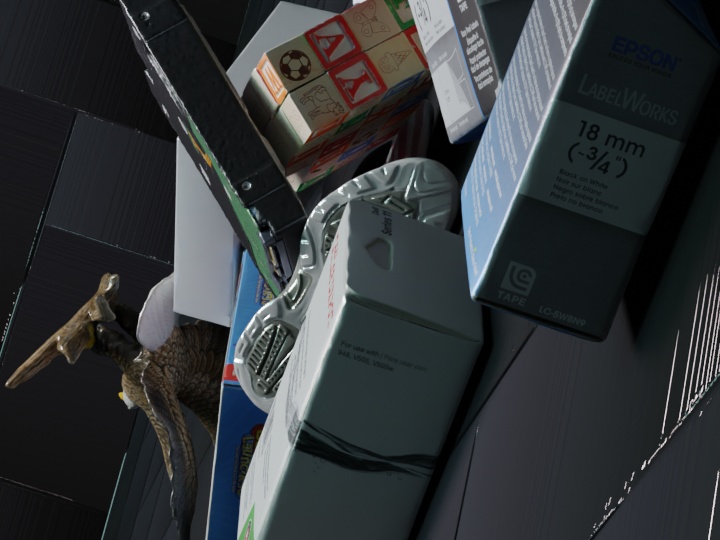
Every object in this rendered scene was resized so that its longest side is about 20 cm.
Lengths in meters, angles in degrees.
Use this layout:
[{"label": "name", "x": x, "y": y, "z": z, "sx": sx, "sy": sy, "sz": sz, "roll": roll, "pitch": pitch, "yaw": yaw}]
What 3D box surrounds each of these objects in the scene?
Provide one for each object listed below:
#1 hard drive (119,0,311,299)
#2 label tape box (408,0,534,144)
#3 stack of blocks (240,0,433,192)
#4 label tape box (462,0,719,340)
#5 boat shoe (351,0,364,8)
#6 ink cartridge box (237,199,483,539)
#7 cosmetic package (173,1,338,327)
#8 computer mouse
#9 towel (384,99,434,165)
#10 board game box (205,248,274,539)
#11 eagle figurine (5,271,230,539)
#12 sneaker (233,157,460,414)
[{"label": "hard drive", "x": -0.086, "y": -0.078, "z": 1.867, "sx": 0.200, "sy": 0.038, "sz": 0.140, "roll": 59, "pitch": 173, "yaw": 23}, {"label": "label tape box", "x": 0.059, "y": -0.176, "z": 1.481, "sx": 0.144, "sy": 0.063, "sz": 0.201, "roll": 150, "pitch": 104, "yaw": -79}, {"label": "stack of blocks", "x": -0.017, "y": -0.112, "z": 1.884, "sx": 0.115, "sy": 0.059, "sz": 0.200, "roll": -30, "pitch": -6, "yaw": -16}, {"label": "label tape box", "x": 0.106, "y": -0.091, "z": 1.233, "sx": 0.144, "sy": 0.063, "sz": 0.201, "roll": -91, "pitch": 20, "yaw": -69}, {"label": "boat shoe", "x": 0.014, "y": -0.155, "z": 2.093, "sx": 0.199, "sy": 0.073, "sz": 0.068, "roll": 140, "pitch": 151, "yaw": -77}, {"label": "ink cartridge box", "x": -0.002, "y": 0.082, "z": 1.608, "sx": 0.147, "sy": 0.083, "sz": 0.201, "roll": -88, "pitch": 16, "yaw": -66}, {"label": "cosmetic package", "x": -0.074, "y": -0.078, "z": 2.076, "sx": 0.200, "sy": 0.051, "sz": 0.151, "roll": -58, "pitch": -25, "yaw": -51}, {"label": "computer mouse", "x": -0.017, "y": -0.026, "z": 2.145, "sx": 0.110, "sy": 0.044, "sz": 0.201, "roll": -107, "pitch": 35, "yaw": -79}, {"label": "towel", "x": 0.011, "y": -0.005, "z": 1.960, "sx": 0.147, "sy": 0.030, "sz": 0.201, "roll": -85, "pitch": 17, "yaw": -63}, {"label": "board game box", "x": -0.068, "y": 0.113, "z": 1.979, "sx": 0.196, "sy": 0.056, "sz": 0.201, "roll": -84, "pitch": 1, "yaw": -60}, {"label": "eagle figurine", "x": -0.137, "y": 0.095, "z": 2.132, "sx": 0.152, "sy": 0.200, "sz": 0.151, "roll": -43, "pitch": 7, "yaw": 6}, {"label": "sneaker", "x": 0.000, "y": 0.000, "z": 1.810, "sx": 0.200, "sy": 0.078, "sz": 0.099, "roll": -49, "pitch": -10, "yaw": 27}]
